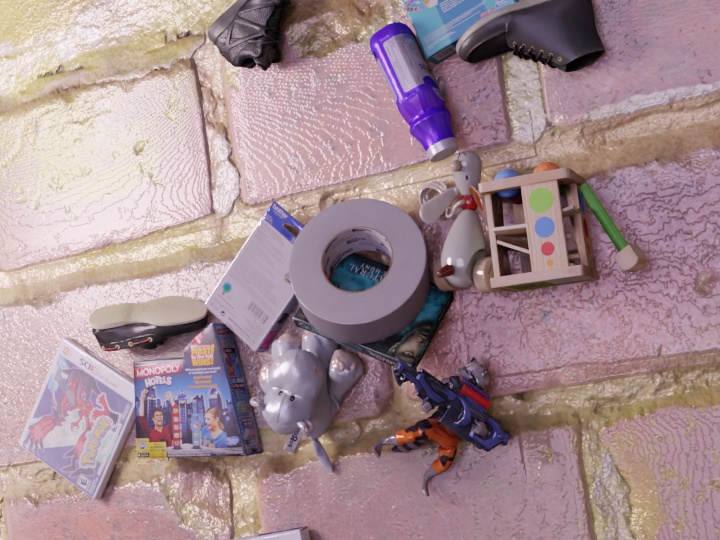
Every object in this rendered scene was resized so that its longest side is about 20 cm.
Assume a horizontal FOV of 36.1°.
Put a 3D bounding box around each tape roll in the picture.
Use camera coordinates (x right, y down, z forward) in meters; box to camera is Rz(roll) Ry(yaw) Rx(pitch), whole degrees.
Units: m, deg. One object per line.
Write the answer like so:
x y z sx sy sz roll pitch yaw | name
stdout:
0.000 0.000 1.568 0.196 0.066 0.203 -5 61 9 | tape roll

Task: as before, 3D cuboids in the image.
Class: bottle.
0.080 -0.255 1.586 0.065 0.083 0.203 -28 76 18 | bottle

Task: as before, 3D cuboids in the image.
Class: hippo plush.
-0.104 0.176 1.599 0.157 0.160 0.203 21 95 22 | hippo plush

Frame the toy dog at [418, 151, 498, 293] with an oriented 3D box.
0.130 -0.059 1.527 0.131 0.096 0.203 -29 72 35 | toy dog

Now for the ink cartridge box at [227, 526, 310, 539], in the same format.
-0.150 0.503 1.667 0.193 0.043 0.204 -14 84 20 | ink cartridge box

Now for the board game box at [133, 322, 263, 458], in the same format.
-0.254 0.186 1.717 0.197 0.061 0.204 -5 84 23 | board game box

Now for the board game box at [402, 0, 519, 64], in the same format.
0.127 -0.426 1.595 0.149 0.047 0.203 -27 77 20 | board game box

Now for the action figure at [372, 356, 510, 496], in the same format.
0.100 0.194 1.544 0.200 0.105 0.194 43 98 -12 | action figure

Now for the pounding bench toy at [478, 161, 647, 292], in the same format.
0.273 -0.065 1.473 0.197 0.124 0.159 -9 83 22 | pounding bench toy

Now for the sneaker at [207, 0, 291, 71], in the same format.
-0.137 -0.384 1.692 0.199 0.076 0.115 -41 75 19 | sneaker

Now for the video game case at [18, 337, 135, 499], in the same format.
-0.460 0.242 1.822 0.180 0.023 0.203 28 98 22 | video game case

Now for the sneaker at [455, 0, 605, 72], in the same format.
0.233 -0.310 1.528 0.197 0.075 0.108 -21 76 19 | sneaker

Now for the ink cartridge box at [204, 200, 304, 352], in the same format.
-0.141 0.009 1.690 0.119 0.042 0.201 39 104 20 | ink cartridge box

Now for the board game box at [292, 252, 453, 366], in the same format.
0.018 0.055 1.592 0.197 0.028 0.136 20 63 22 | board game box

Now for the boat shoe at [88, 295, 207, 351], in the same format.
-0.331 0.087 1.757 0.198 0.074 0.064 -7 120 13 | boat shoe
